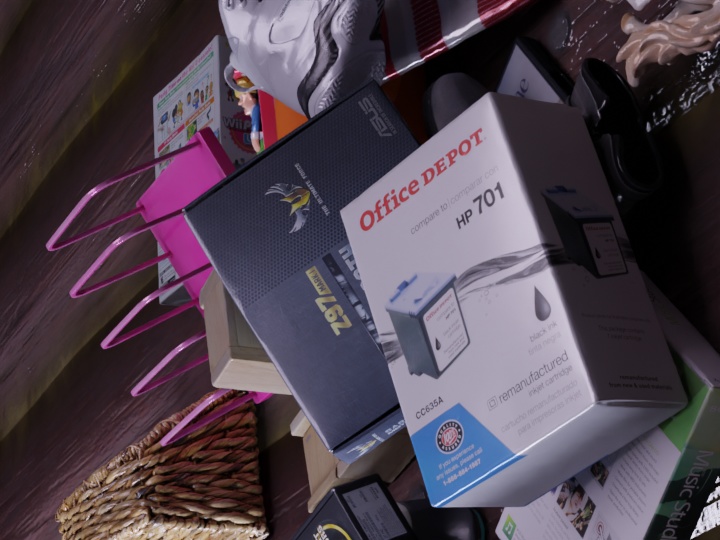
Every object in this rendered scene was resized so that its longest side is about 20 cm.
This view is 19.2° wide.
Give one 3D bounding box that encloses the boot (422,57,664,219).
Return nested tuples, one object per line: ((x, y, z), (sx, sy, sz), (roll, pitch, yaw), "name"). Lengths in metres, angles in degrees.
((0.119, -0.086, 1.332), (0.132, 0.070, 0.200), (-58, 46, 35), "boot")

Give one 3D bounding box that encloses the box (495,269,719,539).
((0.153, 0.117, 1.272), (0.144, 0.036, 0.201), (56, 133, 54), "box")

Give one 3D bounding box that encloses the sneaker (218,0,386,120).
((-0.030, -0.201, 1.449), (0.115, 0.075, 0.201), (19, 98, 29), "sneaker")

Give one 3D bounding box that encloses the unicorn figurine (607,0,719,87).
((0.192, -0.219, 1.253), (0.137, 0.074, 0.201), (-19, 80, 51), "unicorn figurine")

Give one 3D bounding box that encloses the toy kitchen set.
((-0.052, 0.054, 1.537), (0.200, 0.180, 0.164), (125, 144, -47), "toy kitchen set")

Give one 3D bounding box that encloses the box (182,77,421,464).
((0.000, 0.000, 1.377), (0.157, 0.051, 0.200), (-34, 71, 5), "box")

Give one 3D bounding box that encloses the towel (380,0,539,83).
((0.048, -0.214, 1.479), (0.200, 0.023, 0.145), (-26, 57, 25), "towel")

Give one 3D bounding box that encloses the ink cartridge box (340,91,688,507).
((0.085, 0.020, 1.241), (0.146, 0.086, 0.201), (-38, 61, 39), "ink cartridge box")

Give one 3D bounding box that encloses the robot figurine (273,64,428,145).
((-0.005, -0.119, 1.565), (0.144, 0.116, 0.201), (59, -157, -64), "robot figurine")

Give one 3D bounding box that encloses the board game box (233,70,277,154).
((-0.078, -0.120, 1.692), (0.200, 0.039, 0.158), (-94, -3, -51), "board game box")

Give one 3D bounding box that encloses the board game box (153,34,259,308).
((-0.126, -0.083, 1.858), (0.147, 0.064, 0.201), (-33, 56, 56), "board game box")

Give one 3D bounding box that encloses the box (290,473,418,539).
((0.013, 0.261, 1.427), (0.200, 0.049, 0.161), (57, 139, 20), "box")

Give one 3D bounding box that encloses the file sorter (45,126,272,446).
((-0.143, 0.019, 1.703), (0.200, 0.125, 0.139), (58, 144, 7), "file sorter")

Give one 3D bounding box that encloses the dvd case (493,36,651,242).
((0.120, -0.047, 1.398), (0.143, 0.017, 0.200), (-69, 29, 26), "dvd case")

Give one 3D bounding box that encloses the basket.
((-0.181, 0.183, 1.810), (0.200, 0.142, 0.150), (-42, 47, 52), "basket")

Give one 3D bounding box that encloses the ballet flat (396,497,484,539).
((0.011, 0.197, 1.500), (0.200, 0.073, 0.073), (-23, 63, 60), "ballet flat")
